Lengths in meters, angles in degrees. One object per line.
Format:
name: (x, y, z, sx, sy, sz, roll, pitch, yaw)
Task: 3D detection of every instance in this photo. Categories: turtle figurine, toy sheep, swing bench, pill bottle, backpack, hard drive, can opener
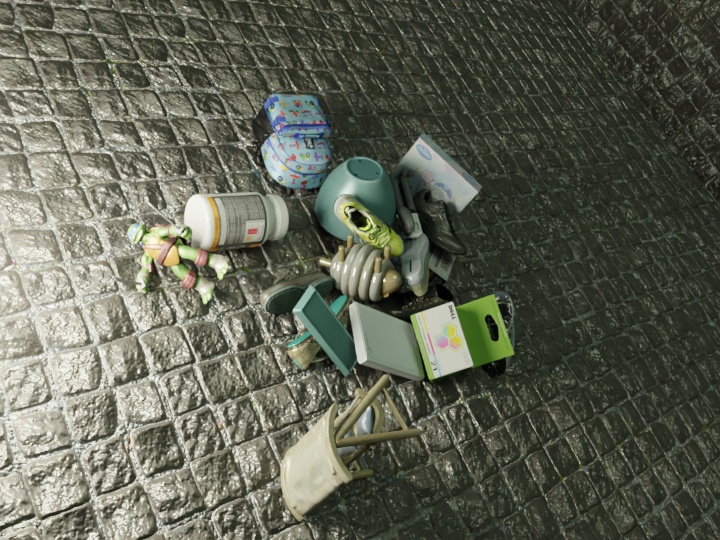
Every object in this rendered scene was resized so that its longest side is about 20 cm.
turtle figurine: (-0.350, -0.011, 1.315, 0.191, 0.199, 0.147, 28, 79, -20)
toy sheep: (0.000, 0.000, 1.556, 0.196, 0.140, 0.138, 20, 40, 20)
swing bench: (-0.032, 0.312, 1.248, 0.198, 0.199, 0.131, -18, 68, -43)
pill bottle: (-0.254, -0.104, 1.468, 0.197, 0.117, 0.118, -7, 61, -38)
backpack: (-0.150, -0.301, 1.687, 0.179, 0.135, 0.204, -3, 62, -36)
hard drive: (0.058, 0.154, 1.515, 0.198, 0.026, 0.135, 23, 46, -44)
can opener: (0.109, -0.160, 1.706, 0.052, 0.068, 0.203, -6, 49, -6)

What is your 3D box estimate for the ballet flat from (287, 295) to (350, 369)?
ballet flat: (-0.073, 0.135, 1.464, 0.200, 0.067, 0.076, -43, 108, -41)

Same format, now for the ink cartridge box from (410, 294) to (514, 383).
ink cartridge box: (0.224, 0.142, 1.557, 0.196, 0.076, 0.151, -19, 75, 4)

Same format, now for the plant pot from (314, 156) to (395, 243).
plant pot: (-0.002, -0.183, 1.658, 0.195, 0.137, 0.203, 8, 44, -8)

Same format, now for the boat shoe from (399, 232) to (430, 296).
boat shoe: (0.126, -0.016, 1.627, 0.202, 0.070, 0.063, -76, 147, -55)

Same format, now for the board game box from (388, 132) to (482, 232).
board game box: (0.172, -0.206, 1.794, 0.199, 0.199, 0.043, 42, 39, 0)

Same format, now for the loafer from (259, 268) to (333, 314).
loafer: (-0.142, 0.040, 1.486, 0.063, 0.073, 0.198, 40, 32, 28)

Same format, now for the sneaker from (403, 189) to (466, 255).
sneaker: (0.192, -0.119, 1.736, 0.200, 0.091, 0.076, 45, 16, 17)

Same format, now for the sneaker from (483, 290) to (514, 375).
sneaker: (0.331, 0.141, 1.682, 0.076, 0.205, 0.086, 12, 20, 28)

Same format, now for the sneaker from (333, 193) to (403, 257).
sneaker: (0.021, -0.086, 1.572, 0.198, 0.076, 0.077, 35, 10, -26)

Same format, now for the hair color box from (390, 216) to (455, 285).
hair color box: (0.133, -0.047, 1.744, 0.198, 0.061, 0.101, 37, 44, -6)

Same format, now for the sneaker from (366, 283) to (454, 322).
sneaker: (0.114, 0.065, 1.611, 0.196, 0.106, 0.076, 6, 53, -32)

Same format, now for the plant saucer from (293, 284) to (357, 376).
plant saucer: (-0.060, 0.124, 1.425, 0.070, 0.019, 0.201, -55, 126, -31)
